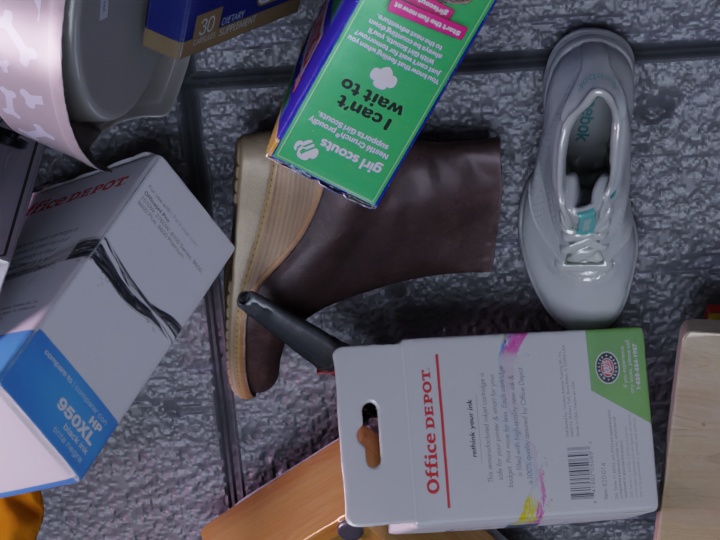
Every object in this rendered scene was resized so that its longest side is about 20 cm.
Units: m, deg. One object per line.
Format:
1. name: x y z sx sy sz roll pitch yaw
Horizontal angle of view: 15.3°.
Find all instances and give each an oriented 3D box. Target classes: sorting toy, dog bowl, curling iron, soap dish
1. sorting toy: 0.286 0.117 1.667 0.199 0.070 0.200 4 116 0
2. dog bowl: -0.150 -0.158 1.509 0.058 0.200 0.201 10 119 17
3. curling iron: -0.023 0.060 1.651 0.049 0.026 0.200 -28 147 12
4. soap dish: 0.014 0.206 1.732 0.157 0.081 0.200 -33 115 33

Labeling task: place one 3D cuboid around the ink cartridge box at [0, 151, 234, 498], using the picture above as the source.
1. ink cartridge box: -0.185 0.036 1.580 0.144 0.200 0.084 -14 123 43

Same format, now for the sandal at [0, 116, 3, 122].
1. sandal: -0.234 -0.177 1.525 0.075 0.045 0.201 -13 99 8

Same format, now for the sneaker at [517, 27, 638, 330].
1. sneaker: 0.133 -0.039 1.615 0.075 0.089 0.201 -2 120 2

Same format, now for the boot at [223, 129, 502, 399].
1. boot: 0.000 0.000 1.650 0.165 0.072 0.201 3 125 -6

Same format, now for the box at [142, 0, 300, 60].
1. box: -0.064 -0.227 1.509 0.032 0.121 0.201 24 120 26

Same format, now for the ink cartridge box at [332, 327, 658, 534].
1. ink cartridge box: 0.076 0.100 1.647 0.199 0.067 0.118 -2 82 -15

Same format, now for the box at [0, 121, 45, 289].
1. box: -0.252 -0.045 1.562 0.116 0.200 0.060 17 118 -9

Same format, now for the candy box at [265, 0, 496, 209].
1. candy box: 0.030 -0.160 1.510 0.077 0.169 0.201 25 115 -7

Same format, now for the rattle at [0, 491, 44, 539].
1. rattle: -0.250 0.065 1.658 0.130 0.143 0.201 9 125 18
